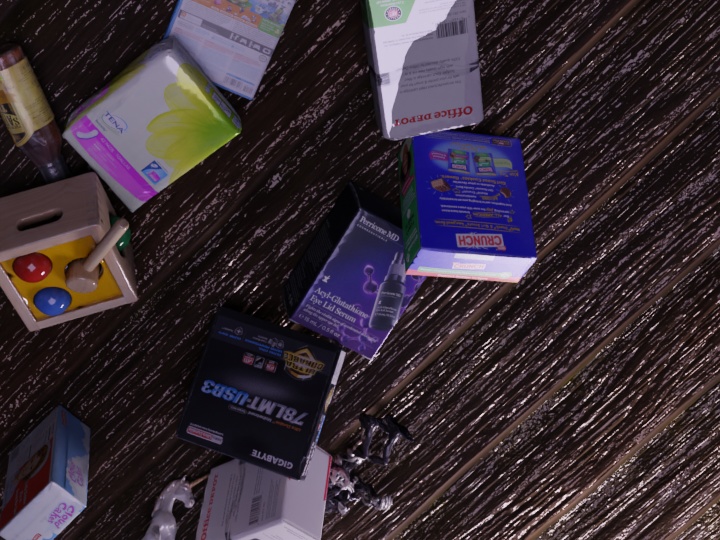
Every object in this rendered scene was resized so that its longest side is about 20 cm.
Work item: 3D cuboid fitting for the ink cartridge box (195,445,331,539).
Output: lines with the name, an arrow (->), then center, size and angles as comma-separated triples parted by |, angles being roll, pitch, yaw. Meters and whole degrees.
ink cartridge box -> -0.147, 0.351, 1.779 | 0.199, 0.146, 0.084 | -27, 130, 36

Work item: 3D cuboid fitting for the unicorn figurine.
unicorn figurine -> -0.306, 0.415, 1.845 | 0.073, 0.138, 0.200 | 24, 123, -30

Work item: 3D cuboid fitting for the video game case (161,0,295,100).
video game case -> -0.169, -0.343, 1.568 | 0.142, 0.018, 0.202 | 20, 109, -18

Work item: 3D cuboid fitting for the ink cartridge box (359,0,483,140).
ink cartridge box -> 0.082, -0.293, 1.601 | 0.144, 0.085, 0.202 | -10, 116, -5

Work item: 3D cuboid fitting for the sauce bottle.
sauce bottle -> -0.433, -0.196, 1.558 | 0.065, 0.066, 0.202 | -21, 115, -1

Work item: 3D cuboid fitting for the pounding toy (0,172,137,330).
pounding toy -> -0.377, -0.023, 1.562 | 0.198, 0.143, 0.185 | -16, 139, 1

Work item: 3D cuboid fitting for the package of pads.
package of pads -> -0.279, -0.197, 1.578 | 0.199, 0.068, 0.155 | -34, 117, 13

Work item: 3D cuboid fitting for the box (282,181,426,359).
box -> 0.000, 0.000, 1.711 | 0.147, 0.105, 0.201 | 26, 108, -20

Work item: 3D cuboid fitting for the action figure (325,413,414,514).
action figure -> -0.007, 0.322, 1.862 | 0.118, 0.102, 0.201 | 24, 107, -32

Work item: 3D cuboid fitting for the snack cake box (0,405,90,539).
snack cake box -> -0.452, 0.299, 1.709 | 0.115, 0.200, 0.067 | -42, 116, 10

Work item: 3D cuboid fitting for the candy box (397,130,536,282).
candy box -> 0.144, -0.090, 1.643 | 0.167, 0.202, 0.077 | 5, 148, -13

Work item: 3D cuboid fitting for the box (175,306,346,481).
box -> -0.142, 0.176, 1.705 | 0.198, 0.050, 0.201 | 18, 82, 13
